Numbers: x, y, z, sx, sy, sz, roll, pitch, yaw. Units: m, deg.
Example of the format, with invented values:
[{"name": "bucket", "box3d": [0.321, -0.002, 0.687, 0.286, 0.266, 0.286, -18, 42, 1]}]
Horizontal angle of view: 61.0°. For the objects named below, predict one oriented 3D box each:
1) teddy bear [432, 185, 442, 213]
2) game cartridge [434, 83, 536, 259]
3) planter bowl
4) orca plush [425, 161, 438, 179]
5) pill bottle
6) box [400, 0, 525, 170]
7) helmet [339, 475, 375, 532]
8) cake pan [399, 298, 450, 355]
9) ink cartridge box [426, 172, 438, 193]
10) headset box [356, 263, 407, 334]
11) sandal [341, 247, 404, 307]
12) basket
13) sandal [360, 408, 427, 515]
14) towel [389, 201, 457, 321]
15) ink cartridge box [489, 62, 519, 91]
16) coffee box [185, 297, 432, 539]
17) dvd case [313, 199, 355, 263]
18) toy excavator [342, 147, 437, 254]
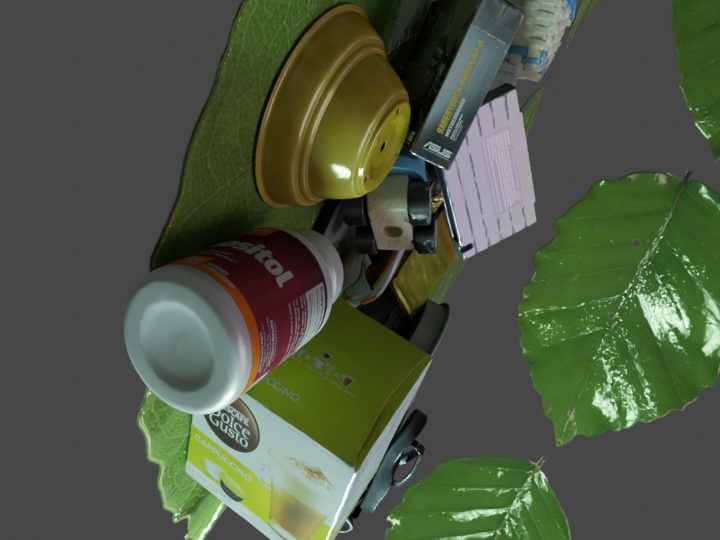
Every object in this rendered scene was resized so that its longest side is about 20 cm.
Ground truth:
[{"name": "teddy bear", "box3d": [0.143, -0.109, 1.197, 0.202, 0.066, 0.146, -58, 163, -18]}, {"name": "game cartridge", "box3d": [0.163, -0.126, 0.802, 0.128, 0.038, 0.202, -29, 125, -12]}, {"name": "planter bowl", "box3d": [-0.008, -0.133, 0.578, 0.202, 0.083, 0.201, -56, 166, -22]}, {"name": "orca plush", "box3d": [0.103, -0.218, 0.789, 0.070, 0.105, 0.203, -13, 126, -46]}, {"name": "pill bottle", "box3d": [-0.093, 0.027, 0.522, 0.200, 0.112, 0.114, -35, 151, -62]}, {"name": "box", "box3d": [0.086, -0.207, 0.658, 0.201, 0.048, 0.161, -110, -138, -68]}, {"name": "helmet", "box3d": [-0.065, 0.316, 1.023, 0.199, 0.191, 0.201, -38, -163, 13]}, {"name": "cake pan", "box3d": [0.061, 0.122, 0.917, 0.202, 0.036, 0.200, -54, -175, 7]}, {"name": "ink cartridge box", "box3d": [0.085, -0.120, 1.013, 0.094, 0.044, 0.203, -27, 144, -63]}, {"name": "headset box", "box3d": [0.025, 0.062, 0.963, 0.150, 0.074, 0.200, -59, -174, -10]}, {"name": "sandal", "box3d": [-0.004, 0.007, 0.852, 0.080, 0.059, 0.206, -62, -170, -28]}, {"name": "basket", "box3d": [0.230, -0.378, 0.845, 0.176, 0.137, 0.204, -14, 122, -72]}, {"name": "sandal", "box3d": [0.053, 0.252, 0.797, 0.076, 0.042, 0.202, -46, 161, -47]}, {"name": "towel", "box3d": [0.111, -0.026, 0.893, 0.201, 0.018, 0.087, -51, 125, -29]}, {"name": "ink cartridge box", "box3d": [0.172, -0.200, 0.902, 0.200, 0.044, 0.180, -80, -178, -81]}, {"name": "coffee box", "box3d": [-0.063, 0.170, 0.722, 0.200, 0.198, 0.200, -43, 157, -50]}, {"name": "dvd case", "box3d": [-0.017, -0.059, 0.822, 0.145, 0.017, 0.200, -65, 166, 9]}, {"name": "toy excavator", "box3d": [0.050, -0.111, 0.772, 0.195, 0.098, 0.204, 69, 24, -60]}]
